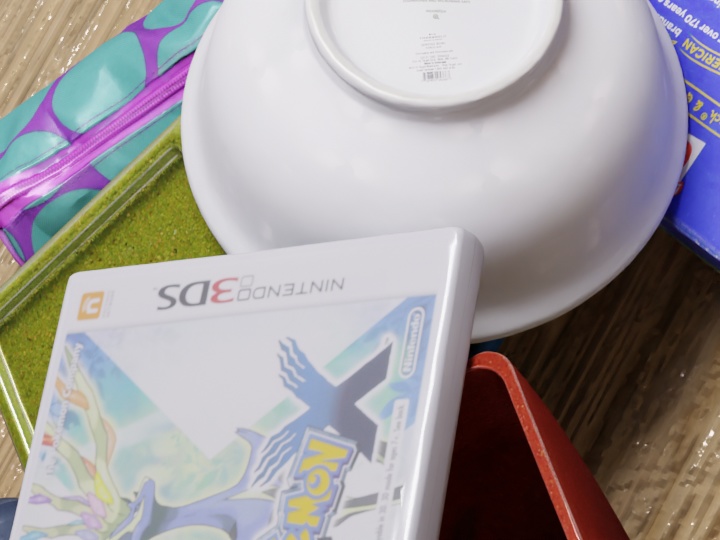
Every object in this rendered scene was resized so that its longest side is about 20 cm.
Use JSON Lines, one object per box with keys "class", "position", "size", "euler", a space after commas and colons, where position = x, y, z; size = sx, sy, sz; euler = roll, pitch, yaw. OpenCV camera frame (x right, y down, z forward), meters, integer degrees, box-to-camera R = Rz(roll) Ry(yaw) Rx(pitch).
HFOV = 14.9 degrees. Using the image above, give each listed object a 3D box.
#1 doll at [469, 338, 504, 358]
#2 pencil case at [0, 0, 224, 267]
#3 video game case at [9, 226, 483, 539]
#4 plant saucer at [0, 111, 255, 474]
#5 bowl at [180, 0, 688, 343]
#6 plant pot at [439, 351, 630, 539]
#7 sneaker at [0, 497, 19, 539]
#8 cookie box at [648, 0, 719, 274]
{"class": "doll", "position": [0.000, 0.000, 1.152], "size": [0.136, 0.048, 0.201], "euler": [-15, 93, 6]}
{"class": "pencil case", "position": [-0.085, -0.077, 1.225], "size": [0.200, 0.092, 0.085], "euler": [-37, 85, 15]}
{"class": "video game case", "position": [-0.050, 0.085, 0.981], "size": [0.181, 0.022, 0.201], "euler": [-7, 62, 34]}
{"class": "plant saucer", "position": [-0.077, 0.042, 1.104], "size": [0.200, 0.048, 0.200], "euler": [-41, 59, 28]}
{"class": "bowl", "position": [0.027, -0.080, 1.043], "size": [0.200, 0.091, 0.202], "euler": [-1, 62, 2]}
{"class": "plant pot", "position": [0.042, 0.187, 0.990], "size": [0.199, 0.176, 0.201], "euler": [-34, 50, 15]}
{"class": "sneaker", "position": [-0.116, 0.182, 1.133], "size": [0.082, 0.070, 0.201], "euler": [-42, 63, 61]}
{"class": "cookie box", "position": [0.173, -0.104, 1.119], "size": [0.200, 0.075, 0.171], "euler": [-50, 51, 1]}
